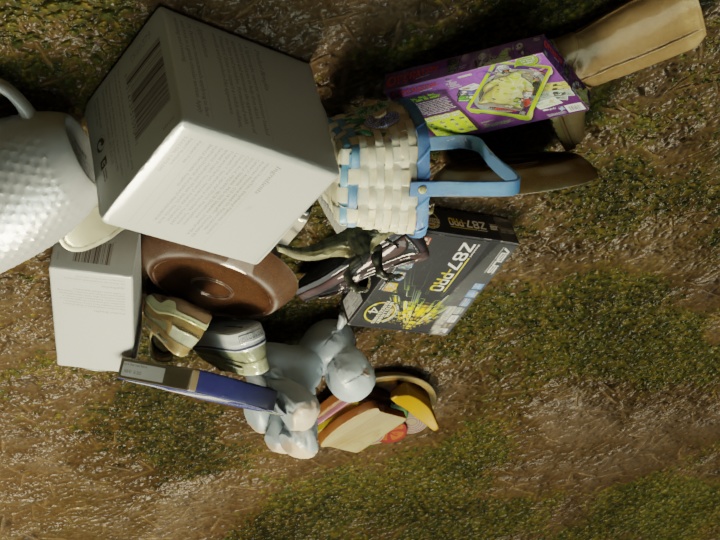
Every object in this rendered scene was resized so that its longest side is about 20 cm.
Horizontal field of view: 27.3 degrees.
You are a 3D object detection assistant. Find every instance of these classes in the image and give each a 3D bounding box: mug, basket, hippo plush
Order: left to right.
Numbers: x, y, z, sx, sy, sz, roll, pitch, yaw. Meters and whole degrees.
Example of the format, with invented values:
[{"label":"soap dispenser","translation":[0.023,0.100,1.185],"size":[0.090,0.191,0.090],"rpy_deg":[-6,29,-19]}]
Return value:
[{"label":"mug","translation":[-0.374,-0.107,1.539],"size":[0.174,0.148,0.201],"rpy_deg":[-25,113,6]},{"label":"hippo plush","translation":[-0.073,0.142,1.985],"size":[0.160,0.201,0.160],"rpy_deg":[-27,156,-27]},{"label":"basket","translation":[0.058,-0.112,1.600],"size":[0.198,0.176,0.141],"rpy_deg":[0,109,-15]}]

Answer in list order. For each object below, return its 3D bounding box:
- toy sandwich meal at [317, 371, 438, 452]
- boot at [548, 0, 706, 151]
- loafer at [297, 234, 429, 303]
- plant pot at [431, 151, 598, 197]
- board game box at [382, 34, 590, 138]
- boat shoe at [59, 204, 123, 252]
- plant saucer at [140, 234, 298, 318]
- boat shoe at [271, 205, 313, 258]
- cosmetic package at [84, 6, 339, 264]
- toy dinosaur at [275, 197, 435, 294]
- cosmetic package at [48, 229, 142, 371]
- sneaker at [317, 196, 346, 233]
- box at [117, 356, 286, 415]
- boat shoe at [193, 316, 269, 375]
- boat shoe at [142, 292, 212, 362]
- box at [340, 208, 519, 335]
[{"label":"toy sandwich meal","translation":[0.024,0.220,2.174],"size":[0.203,0.071,0.206],"rpy_deg":[-10,144,-8]},{"label":"boot","translation":[0.298,-0.230,1.683],"size":[0.198,0.067,0.175],"rpy_deg":[-23,144,8]},{"label":"loafer","translation":[0.000,0.000,1.841],"size":[0.199,0.072,0.063],"rpy_deg":[-31,105,35]},{"label":"plant pot","translation":[0.176,-0.115,1.725],"size":[0.198,0.200,0.028],"rpy_deg":[-8,102,-11]},{"label":"board game box","translation":[0.139,-0.197,1.634],"size":[0.198,0.033,0.120],"rpy_deg":[-9,154,32]},{"label":"boat shoe","translation":[-0.254,-0.084,1.664],"size":[0.199,0.060,0.072],"rpy_deg":[-24,128,-18]},{"label":"plant saucer","translation":[-0.174,0.009,1.772],"size":[0.198,0.035,0.201],"rpy_deg":[12,156,5]},{"label":"boat shoe","translation":[-0.125,-0.058,1.760],"size":[0.092,0.075,0.200],"rpy_deg":[27,142,-10]},{"label":"cosmetic package","translation":[-0.157,-0.136,1.546],"size":[0.199,0.166,0.165],"rpy_deg":[17,134,-36]},{"label":"toy dinosaur","translation":[0.003,-0.022,1.722],"size":[0.198,0.089,0.047],"rpy_deg":[-21,178,-21]},{"label":"cosmetic package","translation":[-0.315,0.036,1.780],"size":[0.100,0.075,0.201],"rpy_deg":[8,143,-4]},{"label":"sneaker","translation":[-0.015,-0.111,1.732],"size":[0.082,0.074,0.201],"rpy_deg":[-38,144,-11]},{"label":"box","translation":[-0.190,0.144,1.838],"size":[0.120,0.033,0.199],"rpy_deg":[6,169,36]},{"label":"boat shoe","translation":[-0.173,0.096,1.854],"size":[0.071,0.063,0.200],"rpy_deg":[-17,-171,-24]},{"label":"boat shoe","translation":[-0.235,0.073,1.795],"size":[0.071,0.077,0.200],"rpy_deg":[24,173,-12]},{"label":"box","translation":[0.088,0.003,1.927],"size":[0.160,0.049,0.200],"rpy_deg":[6,138,-32]}]
